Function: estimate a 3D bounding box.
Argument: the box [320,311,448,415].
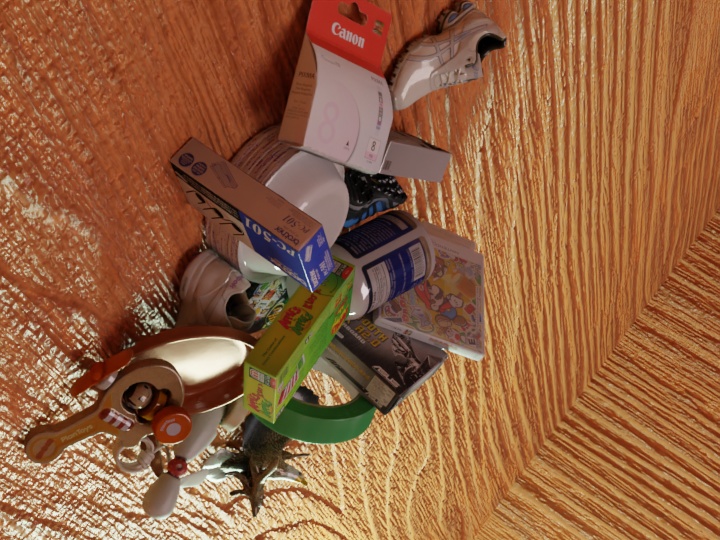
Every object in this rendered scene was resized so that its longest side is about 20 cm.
[{"bbox_3d":[0.011,0.101,1.770,0.158,0.200,0.048,-31,159,-53],"label":"box"}]

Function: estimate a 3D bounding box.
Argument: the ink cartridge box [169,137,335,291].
[{"bbox_3d":[-0.121,-0.063,1.369,0.044,0.200,0.094,-48,155,-18],"label":"ink cartridge box"}]

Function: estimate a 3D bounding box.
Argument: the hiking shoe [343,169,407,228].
[{"bbox_3d":[-0.006,-0.104,1.724,0.087,0.075,0.200,-37,168,25],"label":"hiking shoe"}]

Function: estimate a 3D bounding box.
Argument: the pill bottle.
[{"bbox_3d":[0.000,0.000,1.715,0.199,0.116,0.116,-27,144,-34],"label":"pill bottle"}]

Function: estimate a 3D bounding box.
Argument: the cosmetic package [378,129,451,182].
[{"bbox_3d":[0.047,-0.167,1.703,0.200,0.082,0.051,-1,114,-62],"label":"cosmetic package"}]

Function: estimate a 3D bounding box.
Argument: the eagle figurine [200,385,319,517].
[{"bbox_3d":[-0.141,0.287,1.897,0.151,0.151,0.200,-23,-157,22],"label":"eagle figurine"}]

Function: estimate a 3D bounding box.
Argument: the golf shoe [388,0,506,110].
[{"bbox_3d":[0.120,-0.286,1.678,0.200,0.097,0.078,-48,156,-15],"label":"golf shoe"}]

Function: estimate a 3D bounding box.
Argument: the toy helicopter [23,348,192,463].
[{"bbox_3d":[-0.305,0.164,1.430,0.199,0.079,0.133,-25,127,-9],"label":"toy helicopter"}]

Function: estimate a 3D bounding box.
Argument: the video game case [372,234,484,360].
[{"bbox_3d":[0.107,0.026,1.844,0.023,0.181,0.201,-51,-154,45],"label":"video game case"}]

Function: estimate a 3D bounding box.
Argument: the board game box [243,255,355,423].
[{"bbox_3d":[-0.076,0.082,1.525,0.200,0.047,0.102,-54,163,-37],"label":"board game box"}]

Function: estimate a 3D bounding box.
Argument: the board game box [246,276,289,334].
[{"bbox_3d":[-0.118,0.034,1.714,0.200,0.023,0.105,-18,134,-55],"label":"board game box"}]

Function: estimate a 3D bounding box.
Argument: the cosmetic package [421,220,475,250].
[{"bbox_3d":[0.116,0.022,1.933,0.201,0.101,0.074,-72,-173,-45],"label":"cosmetic package"}]

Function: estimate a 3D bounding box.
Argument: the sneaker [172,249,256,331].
[{"bbox_3d":[-0.186,0.073,1.537,0.075,0.099,0.201,-44,156,-46],"label":"sneaker"}]

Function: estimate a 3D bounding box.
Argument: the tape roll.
[{"bbox_3d":[-0.071,0.165,1.746,0.200,0.200,0.048,-26,142,-49],"label":"tape roll"}]

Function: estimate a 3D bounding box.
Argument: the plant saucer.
[{"bbox_3d":[-0.218,0.123,1.517,0.199,0.032,0.201,-13,149,-8],"label":"plant saucer"}]

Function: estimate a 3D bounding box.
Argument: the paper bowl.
[{"bbox_3d":[-0.093,-0.075,1.530,0.201,0.104,0.201,-41,152,-28],"label":"paper bowl"}]

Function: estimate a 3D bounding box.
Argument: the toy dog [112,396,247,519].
[{"bbox_3d":[-0.242,0.231,1.645,0.200,0.132,0.096,-41,-169,-21],"label":"toy dog"}]

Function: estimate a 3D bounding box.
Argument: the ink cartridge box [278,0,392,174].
[{"bbox_3d":[-0.013,-0.229,1.457,0.162,0.057,0.201,13,96,-55],"label":"ink cartridge box"}]
